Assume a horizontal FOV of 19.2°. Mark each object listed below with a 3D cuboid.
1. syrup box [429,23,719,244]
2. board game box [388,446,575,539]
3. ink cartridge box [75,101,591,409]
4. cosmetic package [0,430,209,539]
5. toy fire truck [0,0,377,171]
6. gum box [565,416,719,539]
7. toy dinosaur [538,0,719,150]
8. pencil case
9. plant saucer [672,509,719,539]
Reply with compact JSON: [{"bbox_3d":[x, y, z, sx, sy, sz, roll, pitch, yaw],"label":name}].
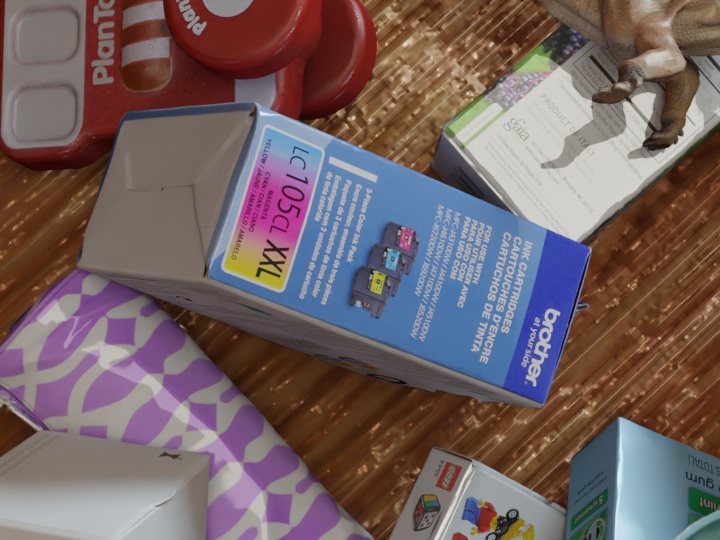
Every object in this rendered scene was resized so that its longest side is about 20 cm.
[{"bbox_3d":[0.132,-0.091,0.963,0.200,0.079,0.081,-41,86,-6],"label":"syrup box"},{"bbox_3d":[0.042,0.192,0.917,0.126,0.035,0.201,31,81,-32],"label":"board game box"},{"bbox_3d":[0.000,0.000,0.896,0.199,0.136,0.077,24,81,-28],"label":"ink cartridge box"},{"bbox_3d":[-0.118,0.178,0.867,0.084,0.108,0.201,7,103,16],"label":"cosmetic package"},{"bbox_3d":[-0.087,-0.149,0.955,0.167,0.112,0.201,-3,82,16],"label":"toy fire truck"},{"bbox_3d":[0.162,0.180,0.879,0.169,0.045,0.201,23,49,-17],"label":"gum box"},{"bbox_3d":[0.143,-0.128,0.890,0.199,0.086,0.136,-4,75,-8],"label":"toy dinosaur"},{"bbox_3d":[-0.080,0.084,0.929,0.200,0.084,0.085,46,66,3],"label":"pencil case"},{"bbox_3d":[0.179,0.188,0.828,0.199,0.036,0.201,16,53,-22],"label":"plant saucer"}]
